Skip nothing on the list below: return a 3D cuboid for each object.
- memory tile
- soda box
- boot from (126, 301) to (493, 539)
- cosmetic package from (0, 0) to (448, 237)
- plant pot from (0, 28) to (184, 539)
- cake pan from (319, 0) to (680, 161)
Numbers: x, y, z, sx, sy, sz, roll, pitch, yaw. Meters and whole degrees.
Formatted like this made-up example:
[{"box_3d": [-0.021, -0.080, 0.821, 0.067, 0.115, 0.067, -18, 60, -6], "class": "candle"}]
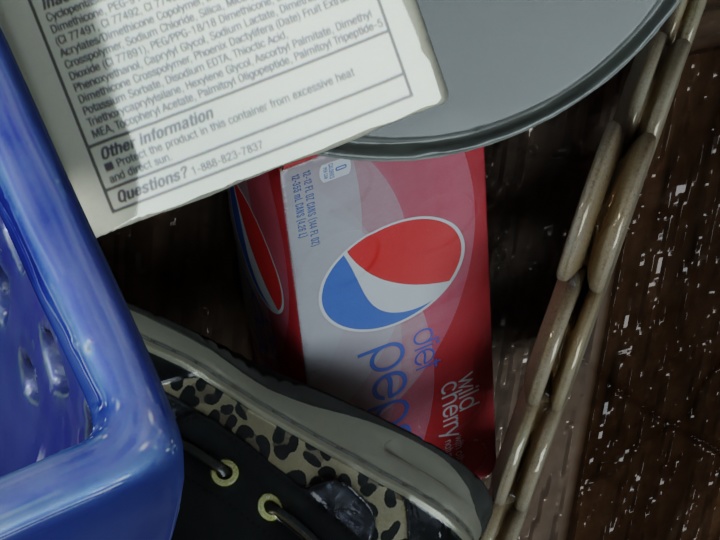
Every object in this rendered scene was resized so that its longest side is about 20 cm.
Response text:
[{"box_3d": [0.072, 0.004, 0.951, 0.017, 0.154, 0.201, 20, 134, 5], "class": "memory tile"}, {"box_3d": [0.000, 0.000, 0.943, 0.070, 0.064, 0.201, -21, 143, -12], "class": "soda box"}, {"box_3d": [-0.075, 0.097, 0.890, 0.202, 0.155, 0.074, 22, 157, -1], "class": "boot"}, {"box_3d": [-0.060, -0.124, 0.725, 0.103, 0.087, 0.201, -19, 109, -1], "class": "cosmetic package"}, {"box_3d": [-0.161, 0.041, 0.706, 0.199, 0.201, 0.180, -23, 153, -13], "class": "plant pot"}, {"box_3d": [0.011, -0.123, 0.800, 0.199, 0.037, 0.202, -2, 108, -6], "class": "cake pan"}]
